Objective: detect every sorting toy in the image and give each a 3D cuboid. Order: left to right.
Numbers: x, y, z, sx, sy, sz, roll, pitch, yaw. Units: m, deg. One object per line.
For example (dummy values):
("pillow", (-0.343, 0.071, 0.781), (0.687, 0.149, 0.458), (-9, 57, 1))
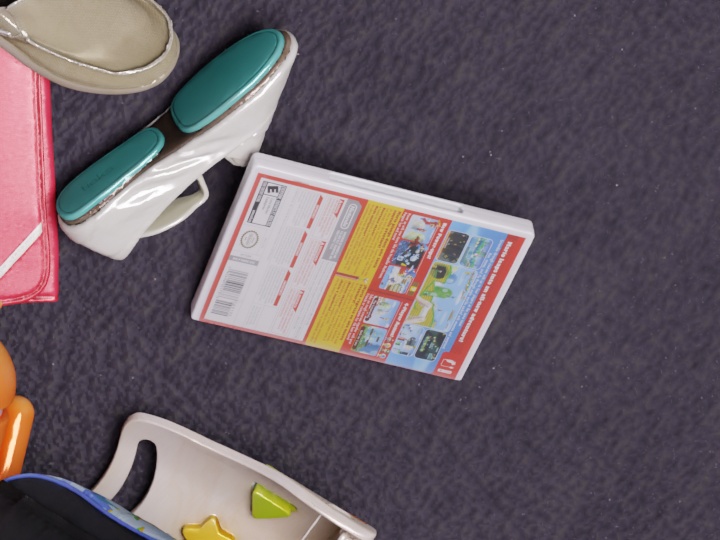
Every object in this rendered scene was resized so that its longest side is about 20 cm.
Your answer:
("sorting toy", (-0.113, 0.190, 1.722), (0.180, 0.107, 0.200), (35, 107, -5))

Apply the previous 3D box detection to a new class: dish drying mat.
("dish drying mat", (-0.242, -0.074, 1.664), (0.077, 0.018, 0.200), (-4, 105, -9))

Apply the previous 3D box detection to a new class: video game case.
("video game case", (0.000, 0.000, 1.699), (0.200, 0.017, 0.143), (14, 128, -14))

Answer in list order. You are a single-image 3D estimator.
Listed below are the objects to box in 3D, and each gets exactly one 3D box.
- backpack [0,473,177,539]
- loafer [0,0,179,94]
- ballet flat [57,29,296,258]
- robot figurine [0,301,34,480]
("backpack", (-0.181, 0.242, 1.622), (0.200, 0.147, 0.183), (32, 83, 25))
("loafer", (-0.207, -0.174, 1.608), (0.200, 0.068, 0.076), (21, 71, -15))
("ballet flat", (-0.111, -0.081, 1.663), (0.200, 0.069, 0.069), (-39, 108, 6))
("robot figurine", (-0.294, 0.110, 1.652), (0.144, 0.117, 0.200), (17, 101, -3))
